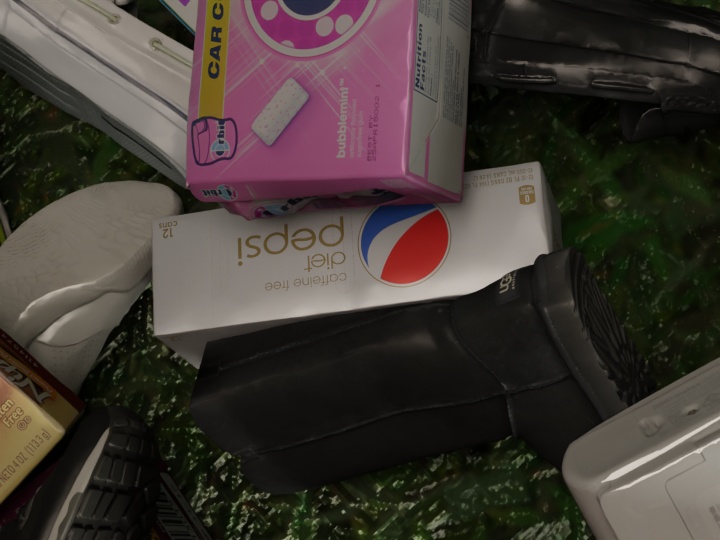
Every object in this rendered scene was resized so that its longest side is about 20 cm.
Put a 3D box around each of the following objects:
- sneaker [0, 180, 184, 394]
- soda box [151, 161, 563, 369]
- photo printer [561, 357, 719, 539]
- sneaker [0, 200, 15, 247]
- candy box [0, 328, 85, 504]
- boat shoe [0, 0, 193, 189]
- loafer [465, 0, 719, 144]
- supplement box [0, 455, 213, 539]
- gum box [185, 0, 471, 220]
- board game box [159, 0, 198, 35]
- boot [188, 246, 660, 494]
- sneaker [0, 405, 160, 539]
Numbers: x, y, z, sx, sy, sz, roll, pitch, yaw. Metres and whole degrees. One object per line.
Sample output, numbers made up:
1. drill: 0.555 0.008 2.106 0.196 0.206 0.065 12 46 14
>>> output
1. sneaker: -0.161 0.038 0.833 0.075 0.089 0.200 25 60 36
2. soda box: 0.000 0.000 0.796 0.198 0.068 0.064 -8 70 12
3. photo printer: 0.201 0.126 0.691 0.166 0.069 0.201 -29 107 4
4. sneaker: -0.239 -0.058 0.861 0.074 0.081 0.201 -31 75 6
5. candy box: -0.234 0.098 0.717 0.115 0.055 0.200 44 96 -4
6. boat shoe: -0.144 -0.121 0.863 0.200 0.074 0.067 36 75 7
7. loafer: 0.144 -0.094 0.769 0.199 0.068 0.071 15 107 -6
8. supplement box: -0.158 0.195 0.786 0.200 0.103 0.131 -37 75 4
9. gum box: -0.012 -0.122 0.742 0.113 0.066 0.202 -1 82 27
10. board game box: -0.001 -0.176 0.812 0.153 0.040 0.200 46 109 19
11. boot: 0.039 0.081 0.767 0.199 0.066 0.165 -18 118 23
12. sneaker: -0.160 0.147 0.706 0.087 0.076 0.201 19 85 22
